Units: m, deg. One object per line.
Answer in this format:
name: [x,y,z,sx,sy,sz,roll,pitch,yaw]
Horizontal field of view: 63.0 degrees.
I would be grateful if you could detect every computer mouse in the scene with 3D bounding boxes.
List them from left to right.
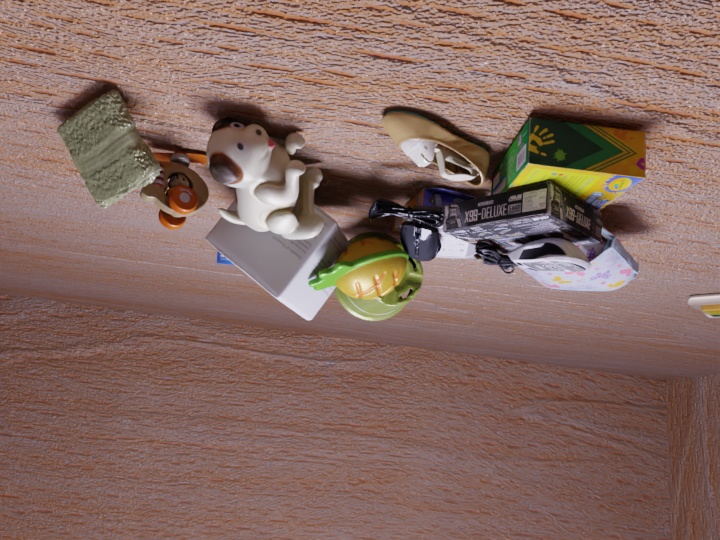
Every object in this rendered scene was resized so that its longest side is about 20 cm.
computer mouse: [0.079,-0.063,1.061,0.138,0.047,0.200,15,164,8]
computer mouse: [0.277,-0.026,0.935,0.108,0.045,0.198,20,169,-33]

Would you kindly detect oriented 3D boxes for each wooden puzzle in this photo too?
wooden puzzle: [1.006,0.100,1.586,0.183,0.038,0.198,-8,159,43]

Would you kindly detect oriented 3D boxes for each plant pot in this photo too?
plant pot: [0.049,0.010,1.249,0.196,0.205,0.190,9,176,-11]

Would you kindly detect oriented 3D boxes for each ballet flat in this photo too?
ballet flat: [0.116,-0.176,0.873,0.197,0.064,0.068,14,162,-27]

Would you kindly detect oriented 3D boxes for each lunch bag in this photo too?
lunch bag: [0.427,-0.035,1.155,0.198,0.130,0.168,5,166,44]

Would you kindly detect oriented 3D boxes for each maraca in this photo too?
maraca: [0.000,0.000,1.065,0.197,0.109,0.137,-10,160,-33]

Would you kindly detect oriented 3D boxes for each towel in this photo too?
towel: [-0.397,-0.187,0.923,0.198,0.150,0.036,-13,-162,42]

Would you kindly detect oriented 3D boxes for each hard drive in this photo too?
hard drive: [0.170,-0.070,1.146,0.137,0.039,0.200,4,163,7]

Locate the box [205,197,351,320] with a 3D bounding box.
box: [-0.141,-0.043,1.119,0.199,0.172,0.199,35,174,19]

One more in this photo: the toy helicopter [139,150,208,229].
toy helicopter: [-0.345,-0.176,0.999,0.199,0.134,0.079,37,143,-17]

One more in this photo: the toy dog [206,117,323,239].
toy dog: [-0.164,-0.157,0.939,0.190,0.142,0.201,-4,151,20]

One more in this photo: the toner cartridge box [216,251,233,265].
toner cartridge box: [-0.257,-0.038,1.492,0.195,0.044,0.095,7,-164,-3]

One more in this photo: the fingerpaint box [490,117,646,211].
fingerpaint box: [0.302,-0.146,0.889,0.163,0.075,0.200,7,167,0]

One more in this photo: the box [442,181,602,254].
box: [0.255,-0.075,0.936,0.156,0.051,0.198,16,165,-38]

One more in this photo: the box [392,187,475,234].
box: [0.149,-0.107,1.159,0.117,0.042,0.200,10,167,-13]
